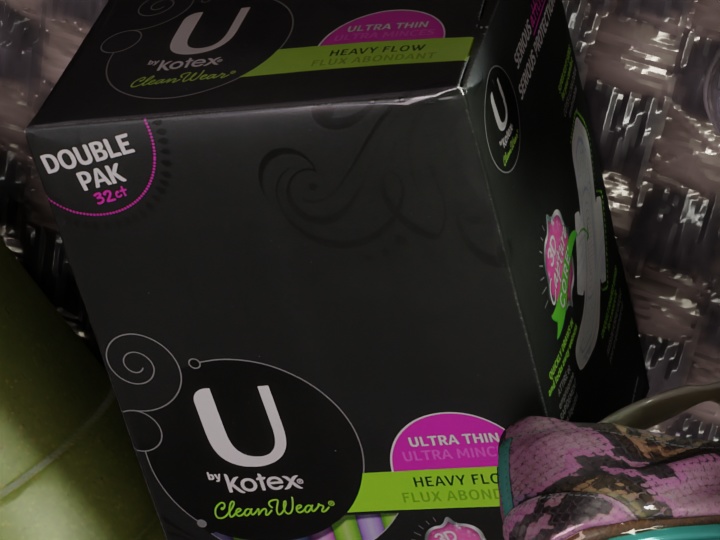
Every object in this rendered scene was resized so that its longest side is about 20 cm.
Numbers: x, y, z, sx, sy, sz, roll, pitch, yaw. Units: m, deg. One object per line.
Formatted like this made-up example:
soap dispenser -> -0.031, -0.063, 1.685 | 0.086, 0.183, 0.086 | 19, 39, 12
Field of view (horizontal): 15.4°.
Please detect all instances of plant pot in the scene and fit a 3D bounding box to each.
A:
plant pot -> -0.181, 0.038, 0.945 | 0.200, 0.200, 0.190 | -21, 104, 29

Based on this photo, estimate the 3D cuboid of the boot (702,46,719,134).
boot -> 0.189, -0.093, 0.784 | 0.200, 0.096, 0.074 | -27, 98, 3

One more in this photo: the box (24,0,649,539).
box -> 0.000, 0.000, 0.880 | 0.148, 0.124, 0.201 | -4, 122, 19

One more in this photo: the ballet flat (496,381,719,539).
ballet flat -> 0.132, 0.067, 0.833 | 0.199, 0.071, 0.069 | 4, 146, -25
